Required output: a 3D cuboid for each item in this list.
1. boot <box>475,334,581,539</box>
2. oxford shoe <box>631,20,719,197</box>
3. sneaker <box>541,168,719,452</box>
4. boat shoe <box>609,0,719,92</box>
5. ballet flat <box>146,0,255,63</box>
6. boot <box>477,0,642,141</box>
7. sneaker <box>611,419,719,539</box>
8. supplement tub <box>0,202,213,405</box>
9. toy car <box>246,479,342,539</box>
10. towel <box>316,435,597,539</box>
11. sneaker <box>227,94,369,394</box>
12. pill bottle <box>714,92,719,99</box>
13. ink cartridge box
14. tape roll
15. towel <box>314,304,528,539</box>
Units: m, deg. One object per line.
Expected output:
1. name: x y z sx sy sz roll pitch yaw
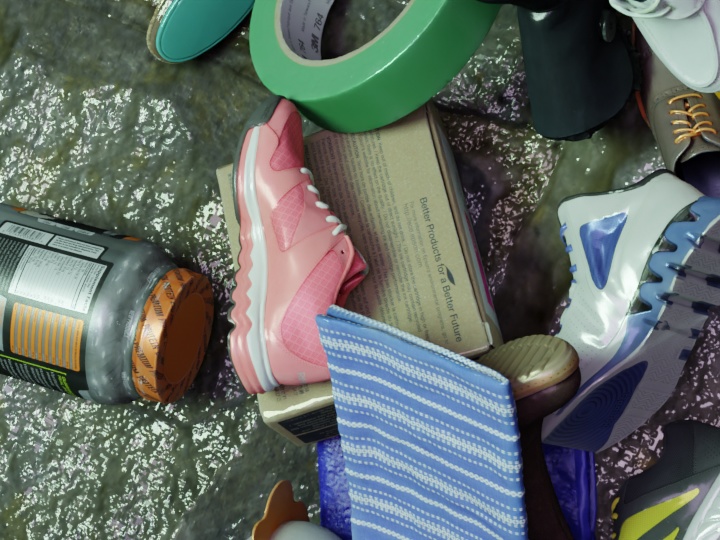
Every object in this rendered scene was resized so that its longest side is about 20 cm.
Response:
1. boot: 0.108 0.136 0.917 0.167 0.072 0.200 52 141 -3
2. oxford shoe: 0.230 -0.097 0.986 0.071 0.073 0.201 -20 80 13
3. sneaker: 0.167 0.015 0.961 0.200 0.080 0.115 -57 43 16
4. boat shoe: 0.166 -0.180 0.863 0.073 0.067 0.200 -5 125 48
5. ballet flat: -0.093 -0.242 1.098 0.200 0.070 0.065 -45 49 4
6. boot: 0.124 -0.156 0.934 0.076 0.200 0.169 2 119 27
7. sneaker: 0.195 0.186 0.964 0.084 0.075 0.200 28 73 38
8. supplement tub: -0.216 0.025 1.066 0.199 0.123 0.123 15 89 15
9. toy car: -0.047 0.242 0.964 0.184 0.177 0.201 -14 89 24
10. towel: 0.064 0.142 1.020 0.199 0.050 0.148 -5 83 14
11. sneaker: -0.036 -0.018 0.961 0.086 0.074 0.201 -2 75 9
12. pill bottle: 0.278 -0.143 0.941 0.111 0.111 0.200 -37 88 8
13. ink cartridge box: 0.000 0.000 1.012 0.164 0.075 0.201 -18 63 11
14. tape roll: 0.011 -0.194 1.013 0.200 0.048 0.201 -24 50 32
15. towel: 0.040 0.124 0.900 0.144 0.024 0.201 20 134 36
